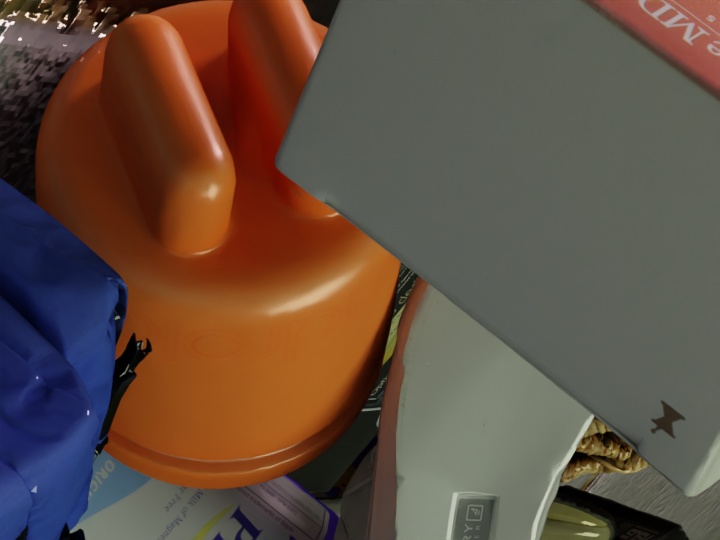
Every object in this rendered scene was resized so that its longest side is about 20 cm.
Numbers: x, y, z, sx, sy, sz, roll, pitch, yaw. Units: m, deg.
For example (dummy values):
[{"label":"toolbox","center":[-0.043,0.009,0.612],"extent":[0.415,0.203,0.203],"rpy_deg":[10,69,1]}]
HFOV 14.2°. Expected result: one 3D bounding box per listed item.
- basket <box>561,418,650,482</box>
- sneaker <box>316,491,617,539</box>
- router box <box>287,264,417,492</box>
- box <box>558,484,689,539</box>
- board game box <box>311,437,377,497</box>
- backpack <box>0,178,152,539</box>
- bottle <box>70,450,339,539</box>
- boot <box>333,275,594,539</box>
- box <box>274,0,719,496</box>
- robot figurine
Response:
[{"label":"basket","center":[0.106,0.056,1.308],"extent":[0.143,0.149,0.200],"rpy_deg":[-48,163,7]},{"label":"sneaker","center":[0.011,0.135,1.219],"extent":[0.200,0.089,0.077],"rpy_deg":[-8,176,10]},{"label":"router box","center":[0.000,0.000,1.106],"extent":[0.200,0.052,0.157],"rpy_deg":[-50,161,14]},{"label":"box","center":[0.060,0.162,1.281],"extent":[0.160,0.044,0.200],"rpy_deg":[-33,-174,-9]},{"label":"board game box","center":[-0.045,0.170,1.382],"extent":[0.200,0.045,0.134],"rpy_deg":[-54,160,23]},{"label":"backpack","center":[-0.148,0.068,0.753],"extent":[0.168,0.162,0.200],"rpy_deg":[-36,159,-37]},{"label":"bottle","center":[-0.041,0.114,1.022],"extent":[0.084,0.200,0.065],"rpy_deg":[-49,-173,12]},{"label":"boot","center":[0.026,0.056,0.939],"extent":[0.096,0.074,0.200],"rpy_deg":[-134,-123,-69]},{"label":"box","center":[0.105,-0.055,0.800],"extent":[0.200,0.152,0.106],"rpy_deg":[-30,152,-47]},{"label":"robot figurine","center":[-0.046,-0.005,0.900],"extent":[0.144,0.117,0.200],"rpy_deg":[-56,167,-28]}]
